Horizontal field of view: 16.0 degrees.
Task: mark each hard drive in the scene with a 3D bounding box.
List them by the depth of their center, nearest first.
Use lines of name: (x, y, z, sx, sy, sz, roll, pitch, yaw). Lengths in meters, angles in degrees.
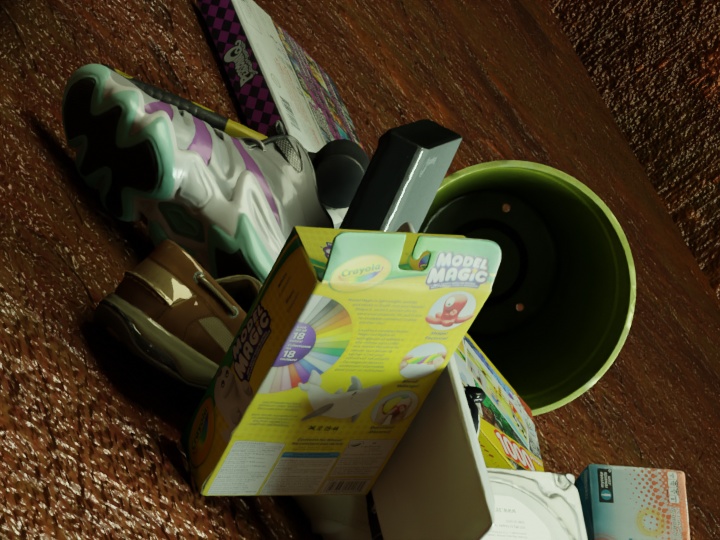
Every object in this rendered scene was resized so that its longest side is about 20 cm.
hard drive: (0.081, 0.213, 1.505, 0.139, 0.038, 0.201, 7, 62, -30)
hard drive: (0.000, 0.000, 1.642, 0.033, 0.201, 0.140, 26, 11, 8)

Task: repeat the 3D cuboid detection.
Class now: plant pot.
plant pot: (0.110, 0.005, 2.073, 0.201, 0.200, 0.193, 53, 1, -7)

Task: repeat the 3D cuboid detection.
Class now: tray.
tray: (0.033, 0.083, 1.471, 0.022, 0.107, 0.201, 5, 54, -31)

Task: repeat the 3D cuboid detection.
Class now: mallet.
mallet: (-0.084, -0.093, 1.727, 0.199, 0.041, 0.066, 21, 13, -12)

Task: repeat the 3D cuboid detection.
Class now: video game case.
video game case: (-0.050, -0.126, 2.103, 0.181, 0.036, 0.201, 40, 21, -49)

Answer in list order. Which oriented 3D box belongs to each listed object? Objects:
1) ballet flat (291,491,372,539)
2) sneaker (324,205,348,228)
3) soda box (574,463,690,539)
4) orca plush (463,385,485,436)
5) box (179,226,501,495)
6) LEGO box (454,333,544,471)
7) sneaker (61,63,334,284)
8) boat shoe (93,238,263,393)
ballet flat: (0.027, 0.172, 1.563, 0.199, 0.070, 0.070, 26, 20, -10)
sneaker: (-0.082, -0.038, 1.749, 0.115, 0.075, 0.200, 36, 18, 20)
soda box: (0.169, 0.225, 1.590, 0.064, 0.068, 0.201, 117, -25, -60)
orca plush: (0.018, 0.069, 1.616, 0.200, 0.105, 0.072, -133, -159, -80)
box: (-0.011, 0.044, 1.417, 0.117, 0.200, 0.049, 3, 45, -32)
LEGO box: (0.044, 0.088, 1.828, 0.200, 0.077, 0.149, 50, 15, -23)
sneaker: (-0.092, -0.069, 1.614, 0.200, 0.078, 0.140, 51, 43, -9)
boat shoe: (-0.072, 0.042, 1.495, 0.075, 0.074, 0.200, 31, -3, 35)
